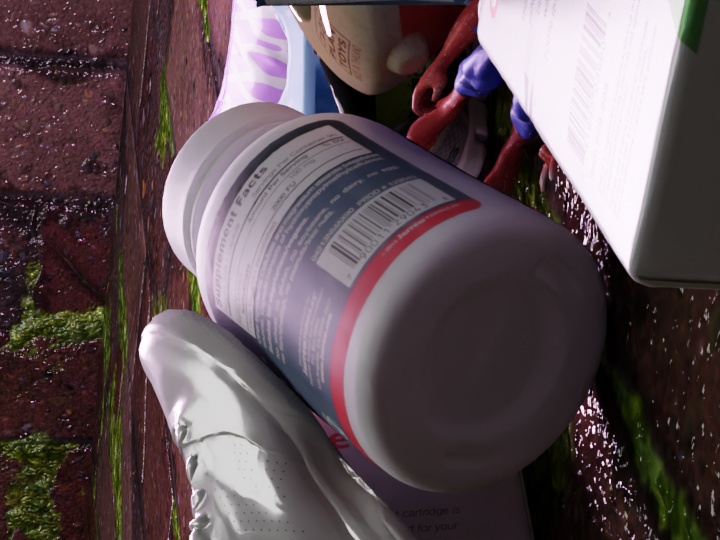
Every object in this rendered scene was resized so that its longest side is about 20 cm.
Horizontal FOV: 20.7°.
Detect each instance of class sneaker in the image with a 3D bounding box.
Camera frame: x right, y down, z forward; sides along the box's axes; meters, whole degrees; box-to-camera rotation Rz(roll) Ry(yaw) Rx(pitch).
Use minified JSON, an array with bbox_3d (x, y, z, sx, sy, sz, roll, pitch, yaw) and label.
[{"bbox_3d":[0.019,-0.133,0.949,0.087,0.074,0.200,4,-96,-66],"label":"sneaker"},{"bbox_3d":[-0.046,0.099,0.807,0.200,0.088,0.075,46,169,30],"label":"sneaker"}]

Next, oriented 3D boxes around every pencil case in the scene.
[{"bbox_3d":[-0.060,-0.167,1.380,0.084,0.085,0.200,-108,22,-55],"label":"pencil case"}]

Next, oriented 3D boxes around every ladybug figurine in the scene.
[{"bbox_3d":[-0.006,-0.163,0.835,0.136,0.072,0.200,89,160,-62],"label":"ladybug figurine"}]

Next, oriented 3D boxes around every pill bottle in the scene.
[{"bbox_3d":[0.000,0.000,0.839,0.200,0.119,0.120,35,124,51],"label":"pill bottle"}]

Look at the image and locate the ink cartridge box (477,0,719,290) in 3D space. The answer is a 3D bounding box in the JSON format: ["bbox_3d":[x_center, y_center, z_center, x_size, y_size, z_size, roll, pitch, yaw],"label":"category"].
[{"bbox_3d":[0.103,-0.101,0.590,0.200,0.084,0.146,-110,25,-62],"label":"ink cartridge box"}]

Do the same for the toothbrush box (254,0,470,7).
[{"bbox_3d":[0.007,-0.213,0.694,0.147,0.085,0.200,69,-149,-48],"label":"toothbrush box"}]

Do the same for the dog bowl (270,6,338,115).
[{"bbox_3d":[0.004,-0.103,1.022,0.050,0.111,0.200,164,108,-64],"label":"dog bowl"}]

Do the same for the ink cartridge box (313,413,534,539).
[{"bbox_3d":[0.005,0.159,0.852,0.086,0.147,0.200,92,173,-50],"label":"ink cartridge box"}]

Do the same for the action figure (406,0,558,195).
[{"bbox_3d":[0.056,-0.066,0.808,0.099,0.065,0.200,-56,-1,-25],"label":"action figure"}]
